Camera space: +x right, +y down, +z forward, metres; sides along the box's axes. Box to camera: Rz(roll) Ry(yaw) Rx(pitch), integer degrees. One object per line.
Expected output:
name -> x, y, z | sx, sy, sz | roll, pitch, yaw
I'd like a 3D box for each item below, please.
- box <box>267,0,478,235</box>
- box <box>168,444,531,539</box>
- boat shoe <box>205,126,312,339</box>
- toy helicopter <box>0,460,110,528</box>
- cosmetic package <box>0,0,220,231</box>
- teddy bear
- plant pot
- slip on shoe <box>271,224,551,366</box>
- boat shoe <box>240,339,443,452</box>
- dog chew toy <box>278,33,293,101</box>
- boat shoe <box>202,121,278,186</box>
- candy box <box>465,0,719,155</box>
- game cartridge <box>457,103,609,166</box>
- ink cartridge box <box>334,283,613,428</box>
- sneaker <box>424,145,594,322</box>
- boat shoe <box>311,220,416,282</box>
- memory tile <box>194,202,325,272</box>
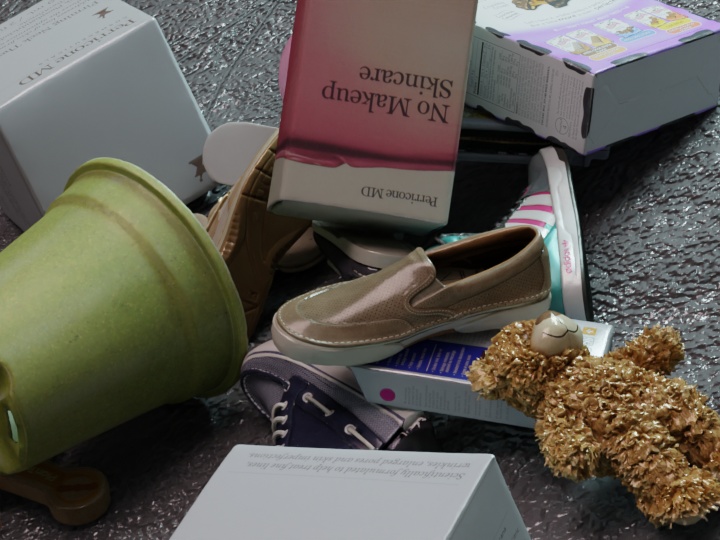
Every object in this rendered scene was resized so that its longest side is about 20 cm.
box -> 0.010, -0.135, 1.729 | 0.128, 0.200, 0.109 | 8, -4, -6
box -> -0.019, 0.218, 1.401 | 0.199, 0.131, 0.200 | 0, 39, 34
boat shoe -> -0.091, -0.033, 1.835 | 0.069, 0.074, 0.200 | 15, 75, 57
toy helicopter -> -0.274, 0.149, 1.742 | 0.200, 0.079, 0.132 | 17, 43, 32
cosmetic package -> -0.247, -0.130, 2.039 | 0.167, 0.166, 0.200 | -32, 28, -15
teddy bear -> 0.165, 0.086, 1.491 | 0.145, 0.067, 0.200 | -25, 51, -19
plant pot -> -0.216, 0.048, 1.700 | 0.184, 0.201, 0.200 | -35, 31, -33
slip on shoe -> 0.036, 0.014, 1.583 | 0.200, 0.061, 0.076 | -8, 35, -14
boat shoe -> -0.041, 0.112, 1.628 | 0.093, 0.075, 0.200 | -34, 32, -29
dog chew toy -> 0.004, -0.186, 2.017 | 0.124, 0.125, 0.200 | -12, 25, 20
boat shoe -> -0.029, -0.081, 1.888 | 0.200, 0.064, 0.071 | 15, 89, 29
candy box -> 0.157, -0.172, 1.838 | 0.168, 0.072, 0.200 | -21, 36, -41
game cartridge -> 0.089, -0.127, 1.856 | 0.200, 0.042, 0.133 | 2, 31, -6
ink cartridge box -> 0.068, 0.059, 1.600 | 0.200, 0.037, 0.095 | 11, 35, 9
sneaker -> 0.104, -0.016, 1.724 | 0.121, 0.084, 0.200 | -9, 34, 7
boat shoe -> 0.000, 0.000, 1.775 | 0.073, 0.063, 0.200 | 6, 8, -11
memory tile -> -0.120, -0.012, 1.931 | 0.200, 0.017, 0.153 | -23, 31, 4
